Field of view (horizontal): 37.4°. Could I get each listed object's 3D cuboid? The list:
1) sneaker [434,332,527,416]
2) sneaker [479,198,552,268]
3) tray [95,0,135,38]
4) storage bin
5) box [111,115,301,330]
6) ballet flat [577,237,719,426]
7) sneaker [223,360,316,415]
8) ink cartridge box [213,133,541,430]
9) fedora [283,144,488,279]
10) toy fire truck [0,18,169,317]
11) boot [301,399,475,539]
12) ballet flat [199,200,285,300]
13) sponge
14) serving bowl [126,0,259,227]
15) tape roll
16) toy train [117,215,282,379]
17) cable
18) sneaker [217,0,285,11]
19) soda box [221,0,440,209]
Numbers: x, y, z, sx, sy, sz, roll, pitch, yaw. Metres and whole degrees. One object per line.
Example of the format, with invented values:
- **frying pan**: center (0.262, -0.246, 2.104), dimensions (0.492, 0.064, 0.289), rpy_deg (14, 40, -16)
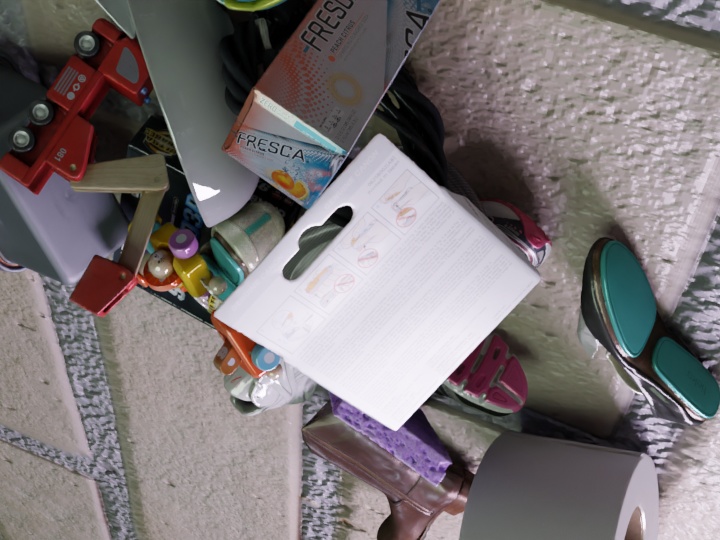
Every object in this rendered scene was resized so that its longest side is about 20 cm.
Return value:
- **sneaker**: center (0.059, 0.084, 0.981), dimensions (0.198, 0.074, 0.088), rpy_deg (24, 143, 14)
- **sneaker**: center (0.076, 0.007, 0.882), dimensions (0.081, 0.075, 0.199), rpy_deg (43, 139, -17)
- **tray**: center (-0.235, -0.260, 0.797), dimensions (0.200, 0.022, 0.107), rpy_deg (48, 180, -21)
- **storage bin**: center (-0.301, -0.078, 0.942), dimensions (0.134, 0.145, 0.201), rpy_deg (21, 145, 44)
- **box**: center (-0.151, -0.032, 1.006), dimensions (0.158, 0.046, 0.201), rpy_deg (29, 142, 1)
- **ballet flat**: center (0.216, 0.057, 0.857), dimensions (0.068, 0.068, 0.201), rpy_deg (-8, 129, 49)
- **sneaker**: center (-0.085, 0.087, 1.039), dimensions (0.078, 0.099, 0.201), rpy_deg (48, 147, 25)
- **ink cartridge box**: center (0.013, 0.007, 0.736), dimensions (0.163, 0.057, 0.199), rpy_deg (-46, 126, 9)
- **fedora**: center (0.000, 0.000, 0.839), dimensions (0.199, 0.090, 0.178), rpy_deg (-35, 77, 34)
- **toy fire truck**: center (-0.204, -0.081, 0.845), dimensions (0.140, 0.201, 0.049), rpy_deg (33, 173, -3)
- **boot**: center (0.003, 0.221, 1.153), dimensions (0.199, 0.065, 0.187), rpy_deg (30, 130, -16)
- **ballet flat**: center (-0.095, -0.013, 0.898), dimensions (0.068, 0.062, 0.200), rpy_deg (49, 165, -3)
- **sponge**: center (0.020, 0.134, 0.998), dimensions (0.111, 0.030, 0.200), rpy_deg (35, -178, -6)
- **serving bowl**: center (-0.115, -0.138, 0.787), dimensions (0.065, 0.201, 0.202), rpy_deg (-18, 133, -5)
- **tape roll**: center (0.187, 0.260, 0.988), dimensions (0.137, 0.204, 0.204), rpy_deg (5, 136, 27)
- **toy train**: center (-0.147, 0.027, 0.914), dimensions (0.199, 0.055, 0.151), rpy_deg (29, 152, 57)
- **cable**: center (-0.009, -0.103, 0.742), dimensions (0.051, 0.164, 0.200), rpy_deg (-32, 108, 35)
- **sneaker**: center (-0.097, -0.223, 0.694), dimensions (0.198, 0.131, 0.080), rpy_deg (2, 135, 32)
- **soda box**: center (-0.010, -0.136, 0.676), dimensions (0.068, 0.201, 0.064), rpy_deg (33, 142, -6)
